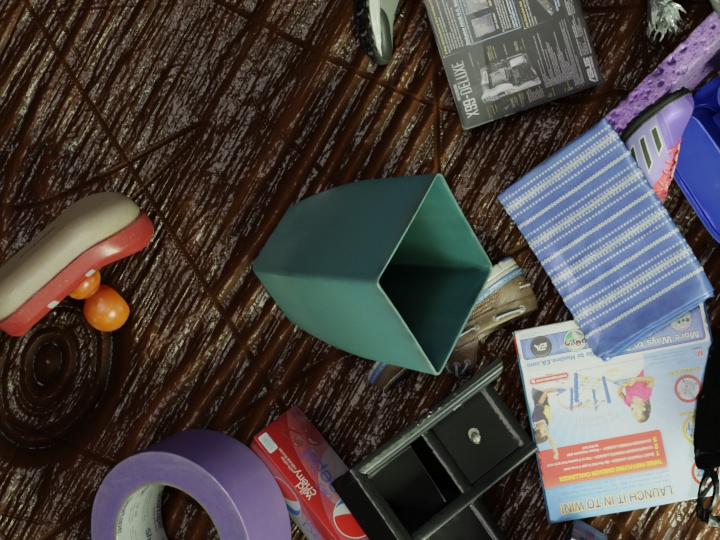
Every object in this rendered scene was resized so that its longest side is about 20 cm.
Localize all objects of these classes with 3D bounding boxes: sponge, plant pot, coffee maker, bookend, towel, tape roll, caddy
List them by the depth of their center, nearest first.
[{"bbox_3d":[0.428,0.162,1.240,0.197,0.135,0.195,17,96,-7],"label":"coffee maker"},{"bbox_3d":[0.237,-0.026,1.274,0.144,0.024,0.201,-35,85,33],"label":"towel"},{"bbox_3d":[0.110,0.232,1.301,0.198,0.092,0.201,-33,83,-20],"label":"bookend"},{"bbox_3d":[0.396,-0.105,1.308,0.141,0.105,0.202,-36,76,28],"label":"caddy"},{"bbox_3d":[0.000,0.000,1.321,0.198,0.142,0.142,3,51,39],"label":"plant pot"},{"bbox_3d":[0.293,-0.168,1.326,0.200,0.112,0.030,-43,77,4],"label":"sponge"},{"bbox_3d":[-0.177,0.273,1.353,0.197,0.085,0.203,5,101,26],"label":"tape roll"}]

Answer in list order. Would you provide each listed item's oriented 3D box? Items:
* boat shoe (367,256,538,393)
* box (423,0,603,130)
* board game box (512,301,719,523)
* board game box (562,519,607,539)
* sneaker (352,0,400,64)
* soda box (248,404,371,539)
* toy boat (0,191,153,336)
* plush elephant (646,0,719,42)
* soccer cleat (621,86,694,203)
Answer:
[{"bbox_3d":[0.098,0.072,1.360,0.199,0.072,0.073,-39,79,5],"label":"boat shoe"},{"bbox_3d":[0.153,-0.267,1.369,0.156,0.050,0.203,-18,96,9],"label":"box"},{"bbox_3d":[0.271,0.141,1.329,0.197,0.056,0.199,-11,83,9],"label":"board game box"},{"bbox_3d":[0.175,0.344,1.255,0.041,0.199,0.202,28,90,12],"label":"board game box"},{"bbox_3d":[0.033,-0.325,1.412,0.078,0.074,0.203,2,91,-13],"label":"sneaker"},{"bbox_3d":[-0.034,0.244,1.360,0.063,0.070,0.200,-34,77,-28],"label":"soda box"},{"bbox_3d":[-0.304,0.011,1.431,0.199,0.131,0.131,-39,109,5],"label":"toy boat"},{"bbox_3d":[0.359,-0.332,1.309,0.152,0.165,0.203,-2,79,-3],"label":"plush elephant"},{"bbox_3d":[0.284,-0.099,1.280,0.068,0.201,0.074,-21,67,-28],"label":"soccer cleat"}]
